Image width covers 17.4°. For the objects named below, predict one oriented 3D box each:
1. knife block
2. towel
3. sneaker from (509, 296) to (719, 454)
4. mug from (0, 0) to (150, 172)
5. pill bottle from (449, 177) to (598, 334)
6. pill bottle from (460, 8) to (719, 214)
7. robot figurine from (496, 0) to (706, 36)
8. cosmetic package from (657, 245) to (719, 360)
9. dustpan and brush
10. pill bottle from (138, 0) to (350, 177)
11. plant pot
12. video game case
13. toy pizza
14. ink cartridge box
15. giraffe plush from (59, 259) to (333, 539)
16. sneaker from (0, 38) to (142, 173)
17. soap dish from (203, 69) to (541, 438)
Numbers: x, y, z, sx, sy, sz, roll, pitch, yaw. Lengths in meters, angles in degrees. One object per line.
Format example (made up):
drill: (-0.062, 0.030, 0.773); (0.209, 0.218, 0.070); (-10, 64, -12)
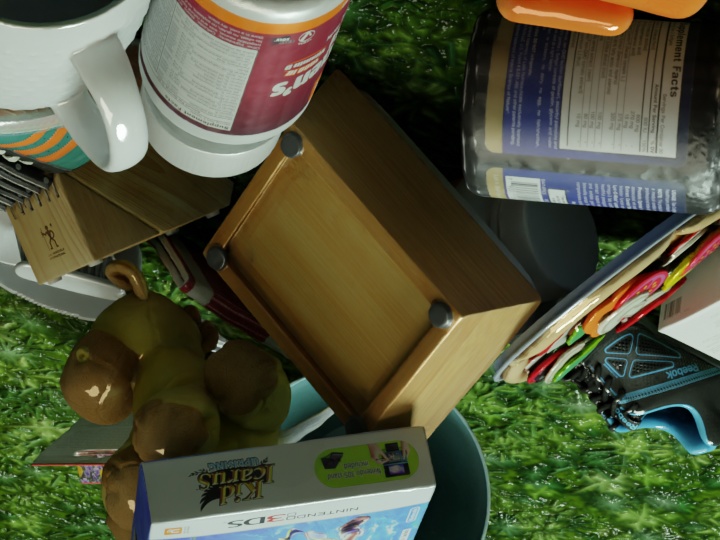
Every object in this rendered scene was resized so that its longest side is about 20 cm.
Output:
knife block: (-0.196, -0.090, 1.564); (0.064, 0.176, 0.200); (-19, -176, 43)
towel: (-0.060, 0.040, 1.662); (0.200, 0.023, 0.144); (33, -174, -23)
sneaker: (0.178, 0.066, 1.669); (0.199, 0.082, 0.073); (18, 151, -10)
mug: (-0.177, -0.146, 1.322); (0.147, 0.201, 0.175); (-29, 170, -19)
pill bottle: (0.058, -0.001, 1.567); (0.199, 0.110, 0.109); (-19, 139, 40)
pill bottle: (0.163, -0.091, 1.375); (0.199, 0.112, 0.112); (5, 150, 10)
robot figurine: (0.123, -0.198, 1.204); (0.199, 0.117, 0.144); (13, 161, -5)
cosmetic package: (0.291, 0.003, 1.555); (0.082, 0.051, 0.200); (27, 147, -23)
dustpan and brush: (-0.182, 0.009, 1.712); (0.199, 0.058, 0.140); (17, 150, -13)
pill bottle: (-0.070, -0.142, 1.367); (0.109, 0.110, 0.200); (15, 150, -7)
plant pot: (-0.001, 0.170, 1.831); (0.199, 0.201, 0.135); (11, -179, 0)
video game case: (-0.056, 0.169, 1.523); (0.180, 0.046, 0.200); (-6, 154, -11)
toy pizza: (0.169, 0.016, 1.502); (0.032, 0.200, 0.200); (53, 148, 8)
ink cartridge box: (-0.155, 0.127, 1.785); (0.108, 0.200, 0.051); (-2, 108, 22)
giraffe plush: (-0.135, 0.079, 1.628); (0.162, 0.200, 0.173); (42, 125, 21)
sneaker: (-0.206, -0.093, 1.453); (0.199, 0.072, 0.080); (-6, 143, -37)
soap dish: (0.000, 0.000, 1.489); (0.200, 0.081, 0.158); (49, 128, 15)
